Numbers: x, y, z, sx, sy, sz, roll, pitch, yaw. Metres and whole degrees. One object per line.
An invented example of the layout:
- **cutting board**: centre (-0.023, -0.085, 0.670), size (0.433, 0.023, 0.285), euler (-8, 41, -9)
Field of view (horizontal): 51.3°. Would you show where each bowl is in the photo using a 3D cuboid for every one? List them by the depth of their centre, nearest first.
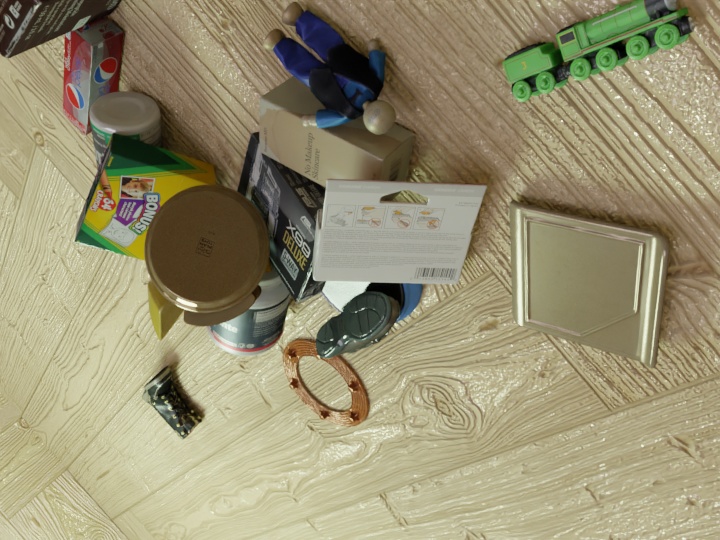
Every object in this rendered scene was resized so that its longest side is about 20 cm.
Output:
- **bowl**: centre (0.000, 0.000, 1.130), size (0.199, 0.039, 0.202), euler (24, 135, 26)

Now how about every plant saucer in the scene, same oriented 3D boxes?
- **plant saucer**: centre (-0.288, 0.002, 1.231), size (0.048, 0.201, 0.200), euler (33, 157, -2)

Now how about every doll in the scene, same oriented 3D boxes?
- **doll**: centre (-0.032, -0.235, 0.920), size (0.200, 0.048, 0.137), euler (44, 102, 16)

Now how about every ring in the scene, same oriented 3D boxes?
- **ring**: centre (-0.070, 0.214, 1.388), size (0.199, 0.019, 0.202), euler (25, 136, 26)

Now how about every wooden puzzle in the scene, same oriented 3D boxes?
- **wooden puzzle**: centre (0.270, 0.012, 0.903), size (0.199, 0.037, 0.187), euler (20, 134, 36)

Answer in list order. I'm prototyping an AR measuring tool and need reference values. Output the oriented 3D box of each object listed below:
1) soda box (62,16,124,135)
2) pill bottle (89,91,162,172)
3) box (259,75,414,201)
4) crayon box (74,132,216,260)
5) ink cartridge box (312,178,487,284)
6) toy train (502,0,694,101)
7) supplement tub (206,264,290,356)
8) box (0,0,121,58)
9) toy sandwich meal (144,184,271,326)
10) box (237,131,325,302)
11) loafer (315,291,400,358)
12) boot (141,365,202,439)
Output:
- **soda box**: centre (-0.446, -0.325, 1.243), size (0.063, 0.070, 0.201), euler (40, 140, 8)
- **pill bottle**: centre (-0.391, -0.189, 1.271), size (0.112, 0.113, 0.201), euler (30, 138, 20)
- **box**: centre (-0.035, -0.169, 0.992), size (0.199, 0.078, 0.096), euler (29, 138, 21)
- **crayon box**: centre (-0.355, -0.109, 1.236), size (0.171, 0.059, 0.201), euler (16, 129, -27)
- **ink cartridge box**: centre (0.044, -0.057, 0.949), size (0.197, 0.045, 0.177), euler (2, 136, -9)
- **toy train**: centre (0.228, -0.221, 0.742), size (0.199, 0.042, 0.057), euler (-12, 103, 47)
- **supplement tub**: centre (-0.184, 0.034, 1.245), size (0.140, 0.140, 0.201), euler (34, 139, 15)
- **box**: centre (-0.443, -0.435, 1.048), size (0.165, 0.200, 0.165), euler (-20, 108, 49)
- **toy sandwich meal**: centre (-0.218, -0.024, 1.102), size (0.205, 0.205, 0.070), euler (43, 176, 5)
- **box**: centre (-0.106, -0.080, 1.096), size (0.201, 0.049, 0.158), euler (54, 144, 22)
- **loafer**: centre (0.005, 0.083, 1.129), size (0.200, 0.062, 0.073), euler (-33, 56, 50)
- **boot**: centre (-0.439, 0.314, 1.762), size (0.151, 0.073, 0.200), euler (47, 145, 3)
